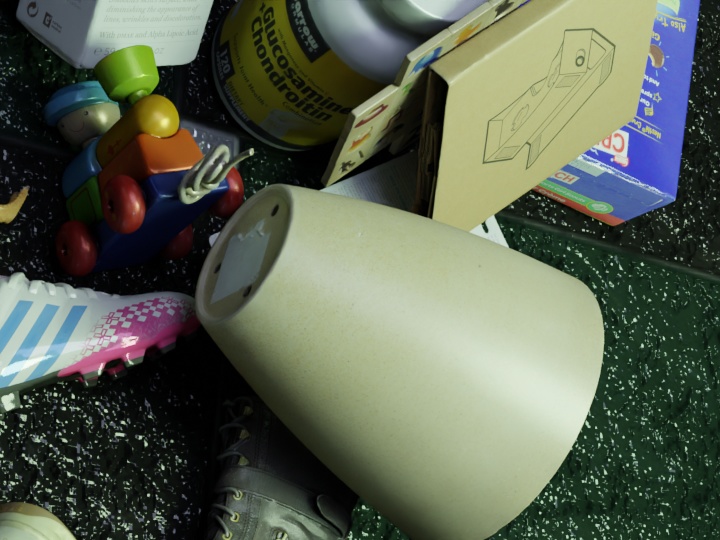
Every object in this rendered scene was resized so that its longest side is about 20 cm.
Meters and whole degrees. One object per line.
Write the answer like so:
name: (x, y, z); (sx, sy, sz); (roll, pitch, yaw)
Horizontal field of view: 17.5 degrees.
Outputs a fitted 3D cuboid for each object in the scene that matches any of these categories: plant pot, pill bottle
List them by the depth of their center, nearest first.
plant pot: (0.007, 0.039, 1.377); (0.200, 0.187, 0.188); (31, 59, -27)
pill bottle: (-0.004, -0.157, 1.467); (0.112, 0.200, 0.113); (11, 67, -28)

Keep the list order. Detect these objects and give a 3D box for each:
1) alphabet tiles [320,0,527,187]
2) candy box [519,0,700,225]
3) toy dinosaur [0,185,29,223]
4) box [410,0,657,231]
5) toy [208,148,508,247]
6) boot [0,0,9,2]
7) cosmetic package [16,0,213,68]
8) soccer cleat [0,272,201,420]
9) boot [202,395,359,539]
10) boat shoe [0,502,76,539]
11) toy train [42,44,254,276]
alphabet tiles: (0.060, -0.125, 1.448); (0.200, 0.167, 0.008); (-35, 79, -23)
candy box: (0.146, -0.155, 1.639); (0.168, 0.077, 0.201); (24, 61, -25)
toy dinosaur: (-0.254, -0.042, 1.347); (0.106, 0.060, 0.200); (35, 29, -23)
box: (0.112, -0.112, 1.478); (0.200, 0.164, 0.021); (-34, 59, -28)
toy: (0.000, 0.000, 1.511); (0.199, 0.047, 0.116); (-24, 91, -31)
boot: (-0.184, -0.286, 1.480); (0.188, 0.068, 0.201); (-27, 89, -36)
cosmetic package: (-0.127, -0.227, 1.409); (0.101, 0.201, 0.074); (-10, 39, -47)
soccer cleat: (-0.182, 0.030, 1.369); (0.199, 0.070, 0.087); (-19, 85, -35)
boot: (-0.083, 0.155, 1.401); (0.199, 0.069, 0.175); (24, 57, -28)
boat shoe: (-0.156, 0.221, 1.299); (0.200, 0.073, 0.063); (55, 35, -20)
toy train: (-0.121, -0.082, 1.370); (0.084, 0.200, 0.116); (-11, 75, -34)
